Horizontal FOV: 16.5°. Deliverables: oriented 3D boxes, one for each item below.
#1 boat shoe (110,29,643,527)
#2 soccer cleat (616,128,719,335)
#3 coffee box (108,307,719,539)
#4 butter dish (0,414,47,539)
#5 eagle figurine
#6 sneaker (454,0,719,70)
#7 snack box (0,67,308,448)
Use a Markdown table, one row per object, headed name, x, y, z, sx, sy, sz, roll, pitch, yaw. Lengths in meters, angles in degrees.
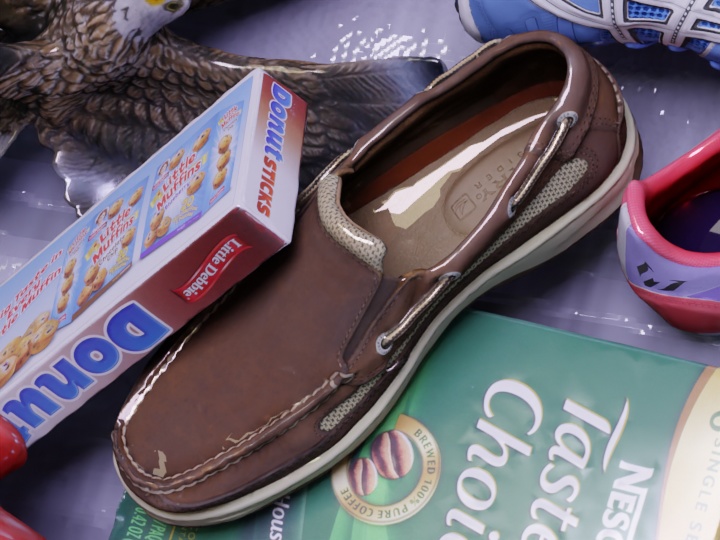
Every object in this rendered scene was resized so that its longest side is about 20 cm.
| name | x | y | z | sx | sy | sz | roll | pitch | yaw |
| --- | --- | --- | --- | --- | --- | --- | --- | --- | --- |
| boat shoe | -0.004 | -0.004 | 0.778 | 0.202 | 0.075 | 0.075 | -42 | 62 | -4 |
| soccer cleat | 0.173 | -0.042 | 0.781 | 0.199 | 0.076 | 0.067 | -26 | 65 | 8 |
| coffee box | 0.026 | 0.072 | 0.804 | 0.199 | 0.044 | 0.124 | 15 | 75 | 21 |
| butter dish | -0.146 | 0.109 | 0.762 | 0.199 | 0.200 | 0.149 | 13 | 73 | 22 |
| eagle figurine | -0.066 | -0.083 | 0.859 | 0.151 | 0.199 | 0.153 | -132 | 50 | -59 |
| sneaker | 0.109 | -0.090 | 0.772 | 0.199 | 0.076 | 0.077 | -10 | 102 | 46 |
| snack box | -0.095 | 0.015 | 0.814 | 0.200 | 0.024 | 0.072 | -37 | 28 | 30 |
